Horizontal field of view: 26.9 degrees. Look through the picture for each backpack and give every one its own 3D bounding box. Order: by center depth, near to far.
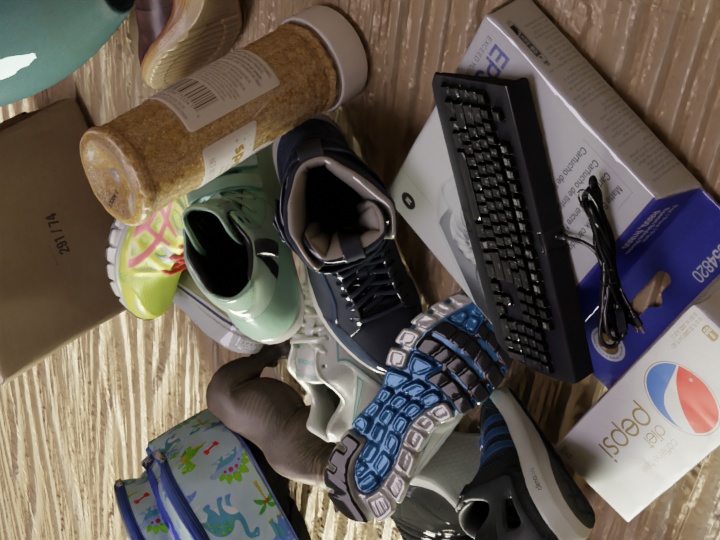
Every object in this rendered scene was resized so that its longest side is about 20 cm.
[{"bbox_3d":[-0.126,0.230,1.331,0.184,0.146,0.200,60,168,-8],"label":"backpack"}]

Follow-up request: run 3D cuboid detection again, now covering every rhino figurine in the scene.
[{"bbox_3d":[-0.047,0.132,1.241,0.199,0.087,0.060,36,144,29],"label":"rhino figurine"}]

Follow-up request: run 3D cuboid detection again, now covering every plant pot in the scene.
[{"bbox_3d":[-0.245,-0.228,1.125,0.133,0.201,0.202,-6,120,15],"label":"plant pot"}]

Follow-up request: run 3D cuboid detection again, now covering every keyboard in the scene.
[{"bbox_3d":[0.105,-0.020,0.889,0.126,0.021,0.202,13,129,46],"label":"keyboard"}]

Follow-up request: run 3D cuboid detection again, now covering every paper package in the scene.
[{"bbox_3d":[-0.307,-0.026,1.355,0.103,0.190,0.202,-2,115,53],"label":"paper package"}]

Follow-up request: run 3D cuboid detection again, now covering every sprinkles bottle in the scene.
[{"bbox_3d":[-0.086,-0.103,0.977,0.068,0.199,0.069,34,142,31],"label":"sprinkles bottle"}]

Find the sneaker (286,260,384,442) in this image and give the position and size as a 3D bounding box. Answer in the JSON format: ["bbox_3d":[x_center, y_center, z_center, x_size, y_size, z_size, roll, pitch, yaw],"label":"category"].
[{"bbox_3d":[-0.018,0.042,1.130,0.070,0.080,0.202,17,129,47],"label":"sneaker"}]

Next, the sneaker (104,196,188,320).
[{"bbox_3d":[-0.139,-0.041,1.189,0.090,0.078,0.202,27,118,18],"label":"sneaker"}]

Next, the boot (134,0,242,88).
[{"bbox_3d":[-0.145,-0.243,1.082,0.168,0.072,0.200,62,151,14],"label":"boot"}]

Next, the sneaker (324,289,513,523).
[{"bbox_3d":[0.048,0.084,1.064,0.075,0.087,0.201,41,114,7],"label":"sneaker"}]

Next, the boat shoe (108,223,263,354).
[{"bbox_3d":[-0.139,-0.003,1.281,0.199,0.072,0.063,36,107,33],"label":"boat shoe"}]

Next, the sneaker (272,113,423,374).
[{"bbox_3d":[-0.002,0.000,1.020,0.146,0.076,0.204,-122,6,-72],"label":"sneaker"}]

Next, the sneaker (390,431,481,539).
[{"bbox_3d":[0.090,0.178,1.127,0.199,0.071,0.100,10,138,44],"label":"sneaker"}]

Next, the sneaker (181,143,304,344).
[{"bbox_3d":[-0.095,-0.056,1.068,0.118,0.073,0.202,49,-160,-69],"label":"sneaker"}]

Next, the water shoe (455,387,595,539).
[{"bbox_3d":[0.093,0.136,0.991,0.072,0.079,0.200,54,-176,-11],"label":"water shoe"}]

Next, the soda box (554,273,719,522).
[{"bbox_3d":[0.191,0.071,0.883,0.068,0.064,0.200,44,148,10],"label":"soda box"}]

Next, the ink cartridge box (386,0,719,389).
[{"bbox_3d":[0.117,-0.032,0.919,0.200,0.040,0.200,48,147,12],"label":"ink cartridge box"}]
